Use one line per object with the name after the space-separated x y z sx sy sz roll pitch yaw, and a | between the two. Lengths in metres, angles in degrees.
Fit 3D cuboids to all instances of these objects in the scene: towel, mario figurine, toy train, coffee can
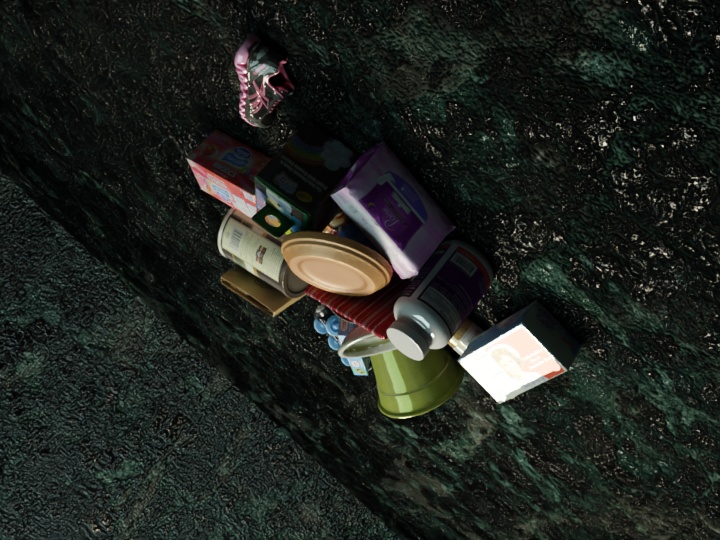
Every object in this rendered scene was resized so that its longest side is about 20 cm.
0.016 0.044 1.552 0.198 0.144 0.023 28 139 33 | towel
-0.026 -0.079 1.580 0.201 0.122 0.107 51 126 29 | mario figurine
-0.019 0.136 1.963 0.201 0.114 0.086 52 158 -22 | toy train
-0.190 -0.051 1.865 0.198 0.147 0.147 30 155 27 | coffee can

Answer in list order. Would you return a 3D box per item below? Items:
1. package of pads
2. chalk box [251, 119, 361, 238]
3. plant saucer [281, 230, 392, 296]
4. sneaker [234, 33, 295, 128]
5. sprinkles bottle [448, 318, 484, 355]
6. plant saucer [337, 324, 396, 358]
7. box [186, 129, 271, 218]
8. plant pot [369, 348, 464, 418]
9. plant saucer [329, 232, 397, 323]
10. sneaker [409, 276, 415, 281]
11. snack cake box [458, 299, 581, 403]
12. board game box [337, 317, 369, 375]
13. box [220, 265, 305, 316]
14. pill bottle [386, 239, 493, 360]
0.054 -0.097 1.422 0.200 0.121 0.075 47 157 -16 | package of pads
-0.106 -0.135 1.506 0.124 0.201 0.124 36 157 12 | chalk box
-0.044 -0.005 1.462 0.196 0.038 0.201 14 160 5 | plant saucer
-0.155 -0.305 1.464 0.094 0.080 0.201 23 155 12 | sneaker
0.235 0.156 1.651 0.199 0.068 0.068 41 157 4 | sprinkles bottle
0.048 0.109 1.610 0.201 0.196 0.051 118 138 -67 | plant saucer
-0.247 -0.191 1.770 0.198 0.095 0.103 29 155 28 | box
0.092 0.166 1.782 0.198 0.199 0.192 7 128 53 | plant pot
0.000 0.000 1.661 0.198 0.204 0.034 24 -165 36 | plant saucer
0.111 0.045 1.670 0.197 0.079 0.099 11 172 35 | sneaker
0.275 0.146 1.511 0.115 0.067 0.200 46 143 -3 | snack cake box
-0.009 0.110 1.805 0.036 0.154 0.201 -1 151 9 | board game box
-0.187 0.016 1.922 0.162 0.199 0.022 29 130 25 | box
0.132 0.051 1.457 0.112 0.201 0.113 33 157 17 | pill bottle
